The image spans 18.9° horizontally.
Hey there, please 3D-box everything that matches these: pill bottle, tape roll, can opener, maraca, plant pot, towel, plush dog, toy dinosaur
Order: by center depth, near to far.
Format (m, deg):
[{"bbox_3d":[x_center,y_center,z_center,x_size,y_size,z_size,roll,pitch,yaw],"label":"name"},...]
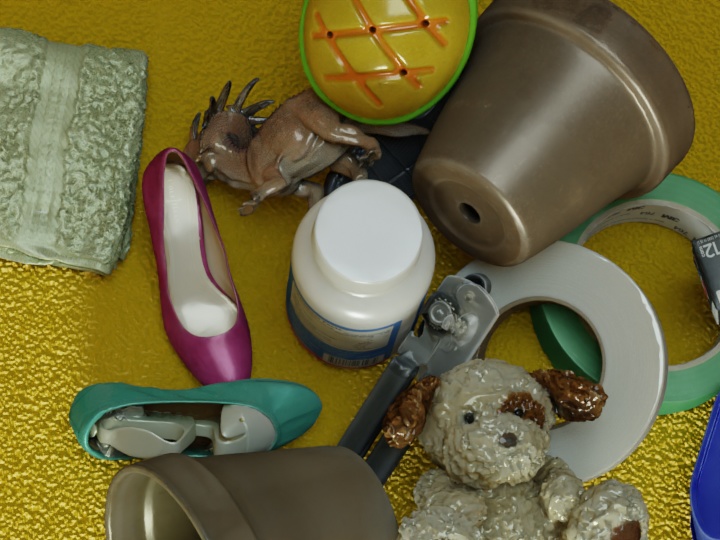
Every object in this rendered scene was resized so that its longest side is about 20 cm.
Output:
[{"bbox_3d":[-0.070,0.214,1.628,0.173,0.200,0.200,-18,76,-29],"label":"plant pot"},{"bbox_3d":[0.105,0.153,1.653,0.200,0.160,0.172,-5,89,-12],"label":"plush dog"},{"bbox_3d":[0.029,-0.209,1.669,0.137,0.107,0.200,26,105,5],"label":"maraca"},{"bbox_3d":[0.000,0.000,1.683,0.112,0.200,0.112,1,72,-5],"label":"pill bottle"},{"bbox_3d":[0.135,-0.101,1.694,0.200,0.200,0.175,40,63,5],"label":"plant pot"},{"bbox_3d":[0.046,0.090,1.711,0.053,0.067,0.200,36,107,14],"label":"can opener"},{"bbox_3d":[0.144,0.075,1.729,0.202,0.037,0.203,-1,84,12],"label":"tape roll"},{"bbox_3d":[-0.053,-0.110,1.735,0.200,0.086,0.136,-24,61,2],"label":"toy dinosaur"},{"bbox_3d":[-0.250,-0.099,1.767,0.148,0.036,0.200,9,72,-6],"label":"towel"},{"bbox_3d":[0.241,0.018,1.794,0.200,0.048,0.201,2,73,-8],"label":"tape roll"}]

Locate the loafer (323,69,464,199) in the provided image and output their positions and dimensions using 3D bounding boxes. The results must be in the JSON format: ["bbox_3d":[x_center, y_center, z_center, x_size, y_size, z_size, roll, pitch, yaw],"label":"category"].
[{"bbox_3d":[0.042,-0.115,1.810,0.200,0.063,0.072,-43,113,-13],"label":"loafer"}]

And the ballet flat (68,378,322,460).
[{"bbox_3d":[-0.129,0.126,1.693,0.200,0.067,0.070,1,32,-4],"label":"ballet flat"}]

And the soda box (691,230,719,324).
[{"bbox_3d":[0.370,-0.022,1.734,0.200,0.071,0.063,-19,76,6],"label":"soda box"}]

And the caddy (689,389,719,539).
[{"bbox_3d":[0.342,0.167,1.734,0.141,0.105,0.200,14,70,20],"label":"caddy"}]

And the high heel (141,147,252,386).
[{"bbox_3d":[-0.127,0.001,1.721,0.067,0.096,0.200,-11,74,-11],"label":"high heel"}]
